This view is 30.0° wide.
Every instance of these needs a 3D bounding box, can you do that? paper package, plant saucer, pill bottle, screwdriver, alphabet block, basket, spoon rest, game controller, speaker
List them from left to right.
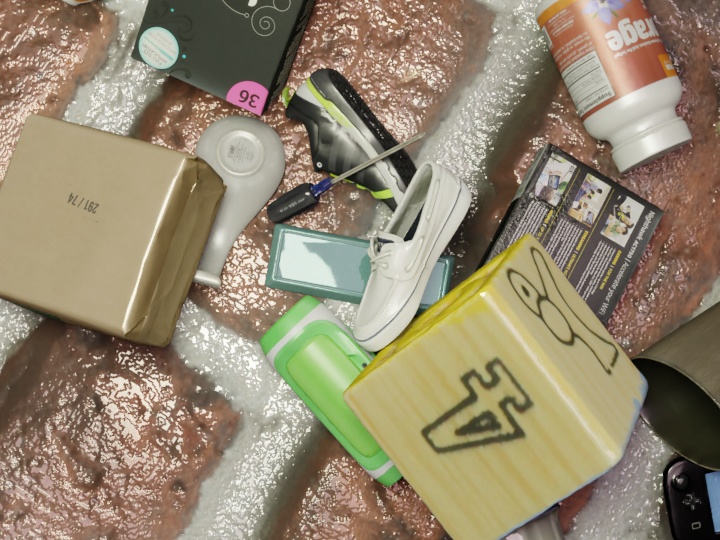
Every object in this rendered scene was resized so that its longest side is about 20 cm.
[{"bbox_3d":[-0.261,-0.039,1.344,0.198,0.103,0.193,16,81,21],"label":"paper package"},{"bbox_3d":[-0.142,-0.073,1.420,0.098,0.061,0.202,17,69,-3],"label":"spoon rest"},{"bbox_3d":[-0.017,-0.102,1.396,0.199,0.028,0.029,-31,69,22],"label":"screwdriver"},{"bbox_3d":[-0.012,0.123,1.383,0.088,0.088,0.200,-42,87,-8],"label":"speaker"},{"bbox_3d":[0.000,0.000,1.433,0.197,0.019,0.071,10,82,-2],"label":"plant saucer"},{"bbox_3d":[0.135,0.116,1.301,0.196,0.195,0.201,-38,91,25],"label":"alphabet block"},{"bbox_3d":[0.273,-0.213,1.430,0.111,0.112,0.202,-24,85,-6],"label":"pill bottle"},{"bbox_3d":[0.399,0.090,1.384,0.199,0.180,0.137,-35,106,-16],"label":"basket"},{"bbox_3d":[0.418,0.233,1.420,0.197,0.042,0.106,-11,84,-4],"label":"game controller"}]

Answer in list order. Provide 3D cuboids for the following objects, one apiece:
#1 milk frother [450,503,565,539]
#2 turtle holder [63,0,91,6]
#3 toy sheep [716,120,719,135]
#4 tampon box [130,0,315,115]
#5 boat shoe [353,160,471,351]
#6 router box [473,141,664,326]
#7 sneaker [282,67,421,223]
[{"bbox_3d":[0.146,0.348,1.310,0.178,0.200,0.191,-19,84,-2],"label":"milk frother"},{"bbox_3d":[-0.310,-0.364,1.398,0.184,0.141,0.132,34,99,-8],"label":"turtle holder"},{"bbox_3d":[0.471,-0.174,1.428,0.198,0.138,0.140,-22,85,-6],"label":"toy sheep"},{"bbox_3d":[-0.122,-0.290,1.364,0.148,0.127,0.202,23,114,0],"label":"tampon box"},{"bbox_3d":[0.037,-0.018,1.364,0.065,0.073,0.202,34,78,-34],"label":"boat shoe"},{"bbox_3d":[0.212,-0.011,1.431,0.148,0.051,0.202,30,82,-2],"label":"router box"},{"bbox_3d":[-0.008,-0.122,1.435,0.083,0.072,0.201,-37,87,21],"label":"sneaker"}]
